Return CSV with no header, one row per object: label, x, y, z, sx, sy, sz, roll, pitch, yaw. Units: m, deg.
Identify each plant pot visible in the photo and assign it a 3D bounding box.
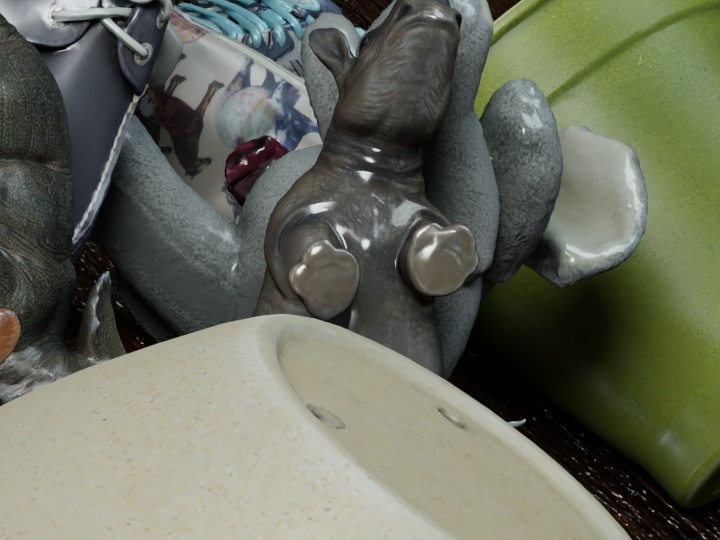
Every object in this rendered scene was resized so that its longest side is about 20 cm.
plant pot,-0.018,0.089,0.497,0.200,0.135,0.200,33,14,-9
plant pot,0.130,-0.009,1.130,0.193,0.200,0.200,51,18,17

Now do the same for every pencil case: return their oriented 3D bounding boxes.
pencil case,-0.044,-0.051,1.025,0.200,0.089,0.078,31,11,-11

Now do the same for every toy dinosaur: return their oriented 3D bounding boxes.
toy dinosaur,-0.111,-0.022,0.716,0.102,0.077,0.200,3,65,-56

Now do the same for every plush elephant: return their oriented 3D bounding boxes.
plush elephant,0.006,-0.021,0.904,0.200,0.165,0.155,60,19,-21

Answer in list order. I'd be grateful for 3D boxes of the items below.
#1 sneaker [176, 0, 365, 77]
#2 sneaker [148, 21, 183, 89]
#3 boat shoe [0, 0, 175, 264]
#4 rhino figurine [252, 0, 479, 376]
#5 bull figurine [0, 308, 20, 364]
sneaker,-0.058,-0.097,1.154,0.078,0.086,0.200,42,15,33
sneaker,-0.131,-0.106,0.849,0.090,0.075,0.200,36,13,26
boat shoe,-0.089,-0.088,0.793,0.073,0.063,0.200,27,56,-35
rhino figurine,0.000,0.000,0.758,0.060,0.200,0.087,9,0,-9
bull figurine,-0.151,0.021,0.564,0.121,0.065,0.200,32,12,3
